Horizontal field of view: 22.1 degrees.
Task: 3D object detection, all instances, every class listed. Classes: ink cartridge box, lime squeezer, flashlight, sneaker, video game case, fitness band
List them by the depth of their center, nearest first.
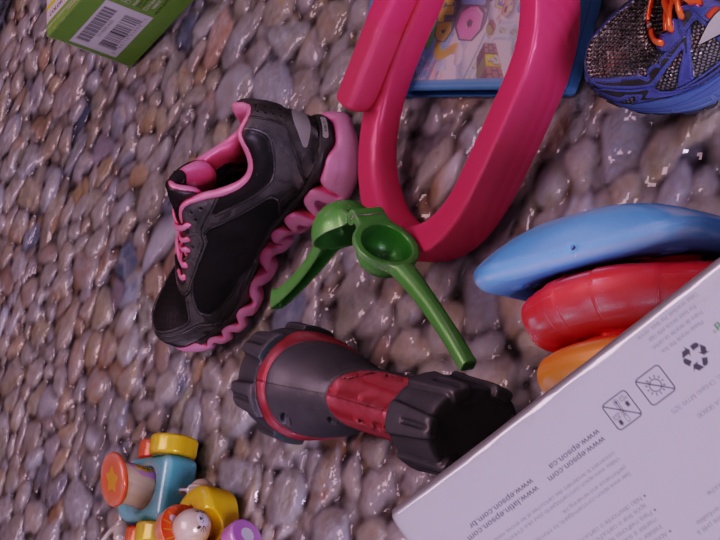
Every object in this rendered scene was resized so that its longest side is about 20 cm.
[{"bbox_3d":[0.140,0.118,0.695,0.199,0.041,0.200,-40,77,24],"label":"ink cartridge box"},{"bbox_3d":[0.166,-0.138,0.816,0.200,0.078,0.076,-36,46,42],"label":"sneaker"},{"bbox_3d":[0.002,0.069,0.961,0.068,0.068,0.200,-43,22,-18],"label":"flashlight"},{"bbox_3d":[0.000,0.000,0.979,0.200,0.038,0.071,15,91,57],"label":"lime squeezer"},{"bbox_3d":[0.049,-0.100,0.982,0.144,0.037,0.201,51,128,44],"label":"fitness band"},{"bbox_3d":[0.070,-0.167,1.029,0.200,0.018,0.144,8,80,57],"label":"video game case"},{"bbox_3d":[-0.087,-0.031,1.125,0.200,0.095,0.079,-51,39,31],"label":"sneaker"},{"bbox_3d":[-0.170,-0.279,1.385,0.148,0.076,0.201,-38,47,41],"label":"ink cartridge box"}]

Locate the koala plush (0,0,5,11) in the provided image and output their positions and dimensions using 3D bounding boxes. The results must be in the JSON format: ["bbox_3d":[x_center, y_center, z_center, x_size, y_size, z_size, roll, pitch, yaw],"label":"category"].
[{"bbox_3d":[-0.443,-0.217,1.694,0.177,0.183,0.201,51,129,53],"label":"koala plush"}]

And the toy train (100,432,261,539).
[{"bbox_3d":[-0.130,0.184,1.117,0.151,0.055,0.200,-60,35,17],"label":"toy train"}]

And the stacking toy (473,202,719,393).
[{"bbox_3d":[0.126,0.080,0.765,0.116,0.110,0.201,-15,73,35],"label":"stacking toy"}]
